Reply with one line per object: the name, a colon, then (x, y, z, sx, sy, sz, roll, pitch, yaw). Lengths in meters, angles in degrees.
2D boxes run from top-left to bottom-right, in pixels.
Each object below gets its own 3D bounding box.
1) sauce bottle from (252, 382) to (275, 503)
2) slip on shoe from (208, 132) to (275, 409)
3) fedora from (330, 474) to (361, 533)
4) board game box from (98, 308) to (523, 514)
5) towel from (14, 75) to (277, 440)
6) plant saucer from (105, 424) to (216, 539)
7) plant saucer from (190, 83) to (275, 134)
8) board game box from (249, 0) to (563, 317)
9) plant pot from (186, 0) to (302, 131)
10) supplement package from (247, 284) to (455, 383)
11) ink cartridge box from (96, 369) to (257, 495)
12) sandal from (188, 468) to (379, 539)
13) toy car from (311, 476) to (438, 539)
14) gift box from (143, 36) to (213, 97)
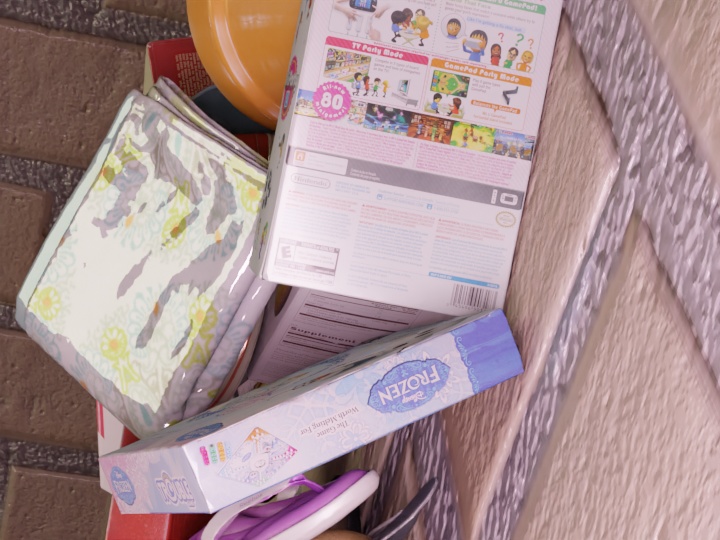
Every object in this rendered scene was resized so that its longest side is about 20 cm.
sauce bottle: (-0.076, 0.137, 1.397, 0.200, 0.065, 0.065, -57, 10, -5)
slip on shoe: (-0.095, -0.001, 1.227, 0.074, 0.061, 0.201, 166, 113, -77)
fedora: (-0.065, 0.245, 1.330, 0.201, 0.091, 0.201, -170, 90, -79)
board game box: (-0.035, 0.085, 1.018, 0.044, 0.198, 0.200, 69, 158, -1)
towel: (-0.131, -0.007, 1.135, 0.171, 0.048, 0.200, 38, 104, 38)
plant saucer: (-0.124, 0.185, 1.211, 0.200, 0.037, 0.201, 68, -156, -60)
plant saucer: (-0.113, -0.039, 1.283, 0.200, 0.036, 0.201, -18, -69, -58)
board game box: (0.026, -0.082, 1.038, 0.064, 0.147, 0.201, -147, 68, -80)
plant pot: (0.005, -0.181, 1.161, 0.183, 0.199, 0.201, -159, 79, -67)
supplement package: (0.000, 0.000, 1.187, 0.200, 0.109, 0.114, 122, 156, -62)
ink cartridge box: (-0.119, 0.097, 1.446, 0.200, 0.085, 0.146, -39, -33, -39)
sandal: (-0.065, 0.149, 1.078, 0.082, 0.050, 0.202, -37, 5, -39)
toy car: (-0.007, 0.220, 1.058, 0.200, 0.158, 0.164, -55, -4, -22)
gift box: (-0.086, -0.093, 1.515, 0.187, 0.199, 0.185, 121, 145, -71)
